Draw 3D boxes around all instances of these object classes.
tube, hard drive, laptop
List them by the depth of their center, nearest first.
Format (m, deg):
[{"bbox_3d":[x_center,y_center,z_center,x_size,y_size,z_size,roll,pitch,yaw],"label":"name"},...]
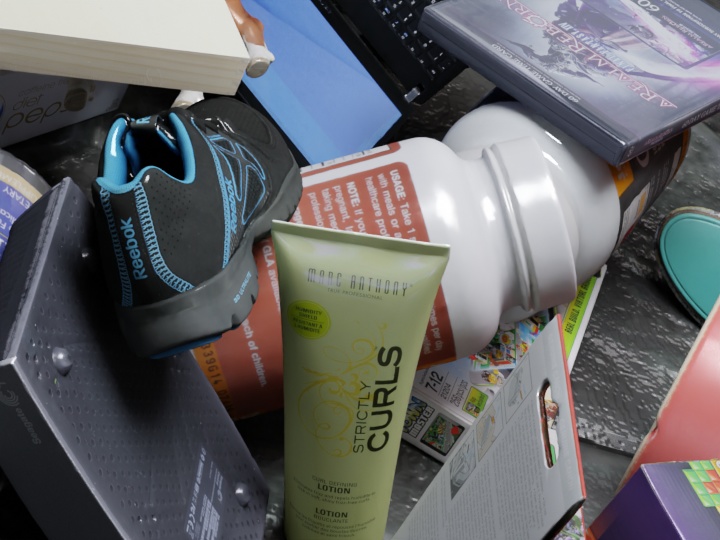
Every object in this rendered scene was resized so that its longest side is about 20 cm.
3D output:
[{"bbox_3d":[-0.102,0.075,0.809,0.135,0.042,0.201,-84,152,-51],"label":"hard drive"},{"bbox_3d":[-0.008,0.056,0.851,0.058,0.201,0.052,-22,50,-27],"label":"tube"},{"bbox_3d":[0.003,-0.176,1.107,0.178,0.200,0.103,50,7,-10],"label":"laptop"}]

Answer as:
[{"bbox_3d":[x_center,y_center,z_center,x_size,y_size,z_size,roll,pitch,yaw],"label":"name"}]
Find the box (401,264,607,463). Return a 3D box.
[{"bbox_3d":[0.070,0.034,1.069,0.110,0.035,0.200,31,37,-2],"label":"box"}]

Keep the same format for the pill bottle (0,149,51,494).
[{"bbox_3d":[-0.195,0.042,0.809,0.111,0.112,0.201,21,38,-14],"label":"pill bottle"}]

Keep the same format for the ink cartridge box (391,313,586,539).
[{"bbox_3d":[0.063,0.127,0.824,0.050,0.200,0.109,18,39,-17],"label":"ink cartridge box"}]

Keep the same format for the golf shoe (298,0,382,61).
[{"bbox_3d":[-0.001,-0.158,1.216,0.199,0.078,0.095,3,68,-35],"label":"golf shoe"}]

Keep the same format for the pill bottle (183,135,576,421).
[{"bbox_3d":[0.000,0.000,0.922,0.199,0.113,0.113,-15,48,0],"label":"pill bottle"}]

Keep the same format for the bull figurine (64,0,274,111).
[{"bbox_3d":[-0.141,-0.141,0.985,0.199,0.065,0.122,-3,53,-34],"label":"bull figurine"}]

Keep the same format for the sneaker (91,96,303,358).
[{"bbox_3d":[-0.072,-0.043,0.828,0.073,0.082,0.200,-15,25,9],"label":"sneaker"}]

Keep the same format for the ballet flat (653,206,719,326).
[{"bbox_3d":[0.272,0.030,1.205,0.200,0.072,0.072,37,37,5],"label":"ballet flat"}]

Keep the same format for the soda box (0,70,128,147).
[{"bbox_3d":[-0.207,-0.108,1.006,0.068,0.064,0.200,45,38,16],"label":"soda box"}]

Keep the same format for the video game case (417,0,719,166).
[{"bbox_3d":[0.144,-0.129,1.071,0.143,0.019,0.200,37,37,22],"label":"video game case"}]

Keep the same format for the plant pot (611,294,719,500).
[{"bbox_3d":[0.243,0.107,0.999,0.177,0.201,0.200,28,36,10],"label":"plant pot"}]

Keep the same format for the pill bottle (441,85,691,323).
[{"bbox_3d":[0.108,-0.055,1.070,0.116,0.117,0.200,37,37,6],"label":"pill bottle"}]

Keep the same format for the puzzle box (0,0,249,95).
[{"bbox_3d":[-0.144,-0.165,0.932,0.132,0.026,0.201,4,42,-28],"label":"puzzle box"}]

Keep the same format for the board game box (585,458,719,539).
[{"bbox_3d":[0.143,0.212,0.816,0.056,0.166,0.201,1,47,-35],"label":"board game box"}]
